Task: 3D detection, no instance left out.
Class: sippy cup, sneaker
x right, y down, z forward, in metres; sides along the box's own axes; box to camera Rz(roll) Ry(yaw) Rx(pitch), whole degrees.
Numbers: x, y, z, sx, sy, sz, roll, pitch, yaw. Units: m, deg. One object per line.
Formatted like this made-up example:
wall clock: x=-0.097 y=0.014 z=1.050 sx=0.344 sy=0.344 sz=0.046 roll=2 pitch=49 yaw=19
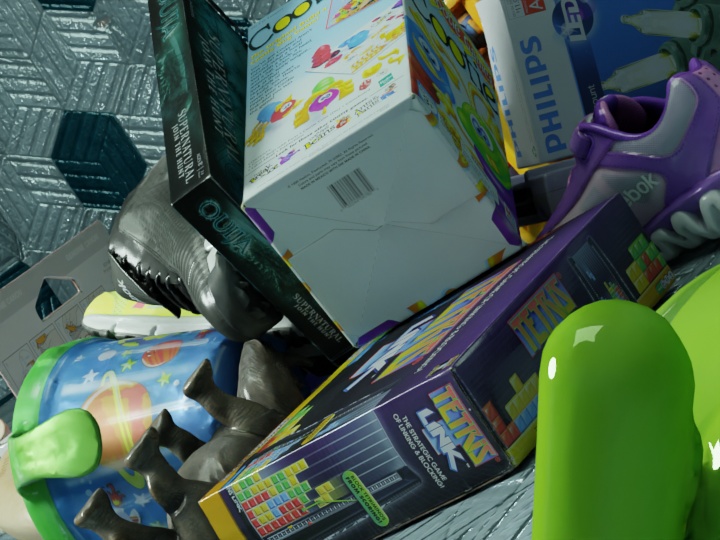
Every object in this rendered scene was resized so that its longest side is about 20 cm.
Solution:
sippy cup: x=-0.097 y=0.091 z=1.280 sx=0.130 sy=0.140 sz=0.178 roll=-17 pitch=25 yaw=33
sneaker: x=0.133 y=-0.042 z=1.206 sx=0.200 sy=0.089 sz=0.080 roll=-34 pitch=7 yaw=40
sneaker: x=-0.074 y=0.014 z=1.358 sx=0.199 sy=0.078 sz=0.091 roll=-4 pitch=63 yaw=34
sneaker: x=-0.093 y=-0.004 z=1.279 sx=0.090 sy=0.066 sz=0.200 roll=-41 pitch=29 yaw=10

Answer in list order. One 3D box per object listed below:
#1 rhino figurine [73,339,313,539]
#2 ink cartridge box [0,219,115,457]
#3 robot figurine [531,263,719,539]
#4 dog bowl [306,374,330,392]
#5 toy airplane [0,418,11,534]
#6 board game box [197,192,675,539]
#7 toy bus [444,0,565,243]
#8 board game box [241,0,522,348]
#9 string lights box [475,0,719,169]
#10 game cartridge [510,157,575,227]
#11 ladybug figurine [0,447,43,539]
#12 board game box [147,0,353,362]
rhino figurine: x=-0.061 y=0.092 z=1.164 sx=0.060 sy=0.087 sz=0.200 roll=-48 pitch=2 yaw=32
ink cartridge box: x=-0.191 y=0.078 z=1.644 sx=0.045 sy=0.177 sz=0.200 roll=-31 pitch=6 yaw=29
robot figurine: x=0.113 y=0.042 z=0.425 sx=0.174 sy=0.117 sz=0.200 roll=-12 pitch=-6 yaw=-24
dog bowl: x=-0.050 y=0.049 z=1.569 sx=0.199 sy=0.079 sz=0.200 roll=-33 pitch=5 yaw=4
toy airplane: x=-0.336 y=0.203 z=1.629 sx=0.199 sy=0.141 sz=0.200 roll=-17 pitch=45 yaw=26
board game box: x=0.039 y=0.055 z=1.103 sx=0.165 sy=0.057 sz=0.200 roll=-32 pitch=6 yaw=36
toy bus: x=0.093 y=-0.109 z=1.525 sx=0.192 sy=0.200 sz=0.136 roll=-43 pitch=5 yaw=-14
board game box: x=0.009 y=-0.072 z=1.223 sx=0.104 sy=0.103 sz=0.201 roll=-31 pitch=27 yaw=16
string lights box: x=0.177 y=-0.134 z=1.372 sx=0.198 sy=0.104 sz=0.059 roll=-16 pitch=3 yaw=-11
game cartridge: x=0.139 y=-0.053 z=1.368 sx=0.129 sy=0.039 sz=0.200 roll=-19 pitch=2 yaw=-12
ladybug figurine: x=-0.138 y=0.115 z=1.449 sx=0.199 sy=0.072 sz=0.136 roll=-24 pitch=31 yaw=24
board game box: x=-0.056 y=-0.059 z=1.254 sx=0.028 sy=0.135 sz=0.201 roll=-34 pitch=35 yaw=16
